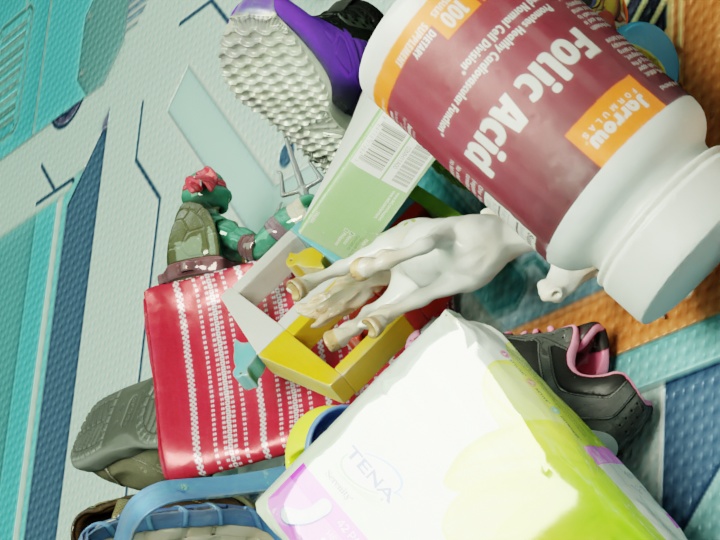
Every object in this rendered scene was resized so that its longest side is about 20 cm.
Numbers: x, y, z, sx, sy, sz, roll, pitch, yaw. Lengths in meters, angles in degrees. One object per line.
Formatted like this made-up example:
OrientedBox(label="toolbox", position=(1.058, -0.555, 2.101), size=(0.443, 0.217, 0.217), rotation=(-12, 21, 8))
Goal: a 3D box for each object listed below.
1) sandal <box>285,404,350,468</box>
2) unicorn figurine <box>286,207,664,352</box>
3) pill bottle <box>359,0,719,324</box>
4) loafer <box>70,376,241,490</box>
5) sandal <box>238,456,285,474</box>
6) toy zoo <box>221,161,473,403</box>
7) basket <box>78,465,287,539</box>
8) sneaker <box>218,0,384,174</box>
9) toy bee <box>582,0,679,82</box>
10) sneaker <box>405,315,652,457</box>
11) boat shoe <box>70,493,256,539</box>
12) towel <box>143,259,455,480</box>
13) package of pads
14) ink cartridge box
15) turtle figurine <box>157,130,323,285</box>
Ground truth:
OrientedBox(label="sandal", position=(0.007, 0.161, 1.392), size=(0.087, 0.079, 0.200), rotation=(122, 133, -63))
OrientedBox(label="unicorn figurine", position=(0.048, -0.002, 1.361), size=(0.200, 0.137, 0.074), rotation=(20, 129, 56))
OrientedBox(label="pill bottle", position=(0.106, -0.073, 1.270), size=(0.200, 0.114, 0.114), rotation=(43, 119, 14))
OrientedBox(label="loafer", position=(-0.116, 0.105, 1.615), size=(0.200, 0.070, 0.075), rotation=(-18, 45, 55))
OrientedBox(label="sandal", position=(-0.020, 0.053, 1.580), size=(0.203, 0.050, 0.082), rotation=(-64, 12, -10))
OrientedBox(label="toy zoo", position=(0.000, 0.000, 1.481), size=(0.200, 0.020, 0.131), rotation=(-45, 41, -8))
OrientedBox(label="basket", position=(-0.086, 0.193, 1.499), size=(0.139, 0.176, 0.200), rotation=(53, 135, 39))
OrientedBox(label="sneaker", position=(-0.023, -0.137, 1.555), size=(0.070, 0.200, 0.100), rotation=(2, 65, 27))
OrientedBox(label="toy bee", position=(0.115, -0.123, 1.377), size=(0.131, 0.109, 0.200), rotation=(-41, 42, 43))
OrientedBox(label="sneaker", position=(0.097, 0.063, 1.365), size=(0.095, 0.079, 0.200), rotation=(-48, 32, -1))
OrientedBox(label="boat shoe", position=(-0.138, 0.186, 1.681), size=(0.202, 0.075, 0.075), rotation=(-15, 61, 57))
OrientedBox(label="towel", position=(-0.038, 0.045, 1.516), size=(0.200, 0.022, 0.145), rotation=(-16, 57, 14))
OrientedBox(label="package of pads", position=(0.064, 0.136, 1.237), size=(0.155, 0.068, 0.200), rotation=(-45, 70, 7))
OrientedBox(label="ink cartridge box", position=(0.035, -0.120, 1.454), size=(0.146, 0.048, 0.200), rotation=(-54, 9, 52))
OrientedBox(label="turtle figurine", position=(-0.088, 0.004, 1.673), size=(0.150, 0.101, 0.200), rotation=(145, 124, -67))
